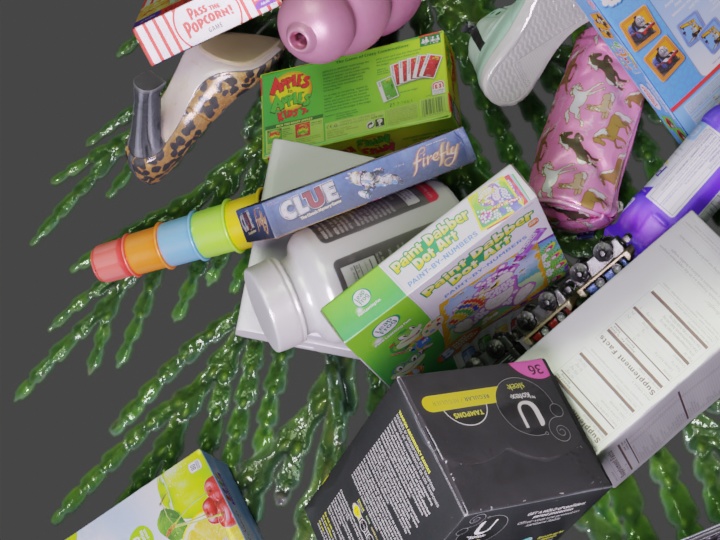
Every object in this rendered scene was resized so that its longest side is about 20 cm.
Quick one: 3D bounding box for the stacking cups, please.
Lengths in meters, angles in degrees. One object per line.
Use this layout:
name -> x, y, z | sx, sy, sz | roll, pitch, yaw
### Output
stacking cups -> -0.179, -0.027, 1.409 | 0.199, 0.060, 0.061 | -17, 62, 19

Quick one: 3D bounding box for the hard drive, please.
hard drive -> -0.038, -0.022, 1.335 | 0.131, 0.027, 0.201 | 11, 70, -4

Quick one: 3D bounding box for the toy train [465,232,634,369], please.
toy train -> 0.171, 0.040, 1.216 | 0.046, 0.034, 0.200 | 47, 114, 4

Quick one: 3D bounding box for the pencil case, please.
pencil case -> 0.218, -0.133, 1.285 | 0.083, 0.086, 0.201 | -18, 50, 63

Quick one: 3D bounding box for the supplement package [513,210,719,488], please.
supplement package -> 0.246, 0.069, 1.164 | 0.200, 0.114, 0.110 | -40, 61, 0

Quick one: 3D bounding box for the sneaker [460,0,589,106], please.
sneaker -> 0.173, -0.262, 1.330 | 0.201, 0.074, 0.118 | -50, 26, 15

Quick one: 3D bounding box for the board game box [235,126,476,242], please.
board game box -> -0.007, -0.078, 1.272 | 0.199, 0.135, 0.035 | -22, 95, -15

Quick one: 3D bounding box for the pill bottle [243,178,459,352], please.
pill bottle -> 0.000, 0.000, 1.258 | 0.199, 0.111, 0.111 | -22, 59, -13

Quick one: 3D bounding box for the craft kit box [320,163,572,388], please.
craft kit box -> 0.083, 0.020, 1.200 | 0.200, 0.198, 0.049 | -38, 60, 2

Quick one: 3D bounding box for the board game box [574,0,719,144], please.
board game box -> 0.293, -0.237, 1.243 | 0.151, 0.200, 0.037 | -43, 21, -6

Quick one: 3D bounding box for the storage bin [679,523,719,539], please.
storage bin -> 0.278, 0.283, 1.070 | 0.199, 0.094, 0.136 | -25, 61, 10

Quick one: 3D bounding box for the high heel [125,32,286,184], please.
high heel -> -0.165, -0.174, 1.473 | 0.200, 0.143, 0.071 | -27, 57, -33

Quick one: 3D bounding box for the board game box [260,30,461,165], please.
board game box -> -0.001, -0.167, 1.402 | 0.199, 0.048, 0.102 | -11, 63, 16

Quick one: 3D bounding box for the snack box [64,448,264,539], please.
snack box -> -0.181, 0.290, 1.256 | 0.200, 0.068, 0.169 | -35, 60, 5

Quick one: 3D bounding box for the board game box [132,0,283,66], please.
board game box -> -0.154, -0.296, 1.457 | 0.151, 0.046, 0.200 | -23, 25, 10

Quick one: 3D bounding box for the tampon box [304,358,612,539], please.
tampon box -> 0.072, 0.182, 1.109 | 0.200, 0.149, 0.127 | -57, 49, 42

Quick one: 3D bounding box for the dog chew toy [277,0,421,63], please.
dog chew toy -> -0.015, -0.273, 1.380 | 0.124, 0.125, 0.200 | 10, 39, 24

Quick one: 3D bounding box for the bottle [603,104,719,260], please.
bottle -> 0.275, -0.054, 1.224 | 0.065, 0.084, 0.200 | 42, 99, 10
